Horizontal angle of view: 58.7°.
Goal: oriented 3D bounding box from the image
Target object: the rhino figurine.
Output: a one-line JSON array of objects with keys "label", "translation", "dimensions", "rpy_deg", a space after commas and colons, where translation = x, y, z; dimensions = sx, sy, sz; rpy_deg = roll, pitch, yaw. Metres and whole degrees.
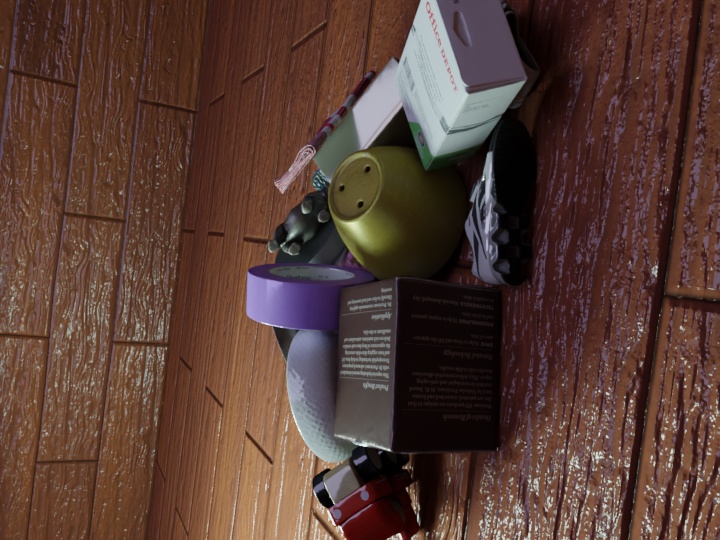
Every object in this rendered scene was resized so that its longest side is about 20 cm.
[{"label": "rhino figurine", "translation": [-0.079, -0.104, 1.105], "dimensions": [0.200, 0.060, 0.088], "rpy_deg": [-46, 10, 4]}]

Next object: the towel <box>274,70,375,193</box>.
[{"label": "towel", "translation": [-0.056, -0.223, 1.016], "dimensions": [0.143, 0.023, 0.202], "rpy_deg": [-35, 19, 56]}]

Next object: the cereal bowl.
[{"label": "cereal bowl", "translation": [-0.023, 0.172, 0.948], "dimensions": [0.081, 0.199, 0.206], "rpy_deg": [-16, 64, 23]}]

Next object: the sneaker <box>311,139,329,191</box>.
[{"label": "sneaker", "translation": [-0.030, -0.200, 1.168], "dimensions": [0.088, 0.074, 0.201], "rpy_deg": [-55, 0, -30]}]

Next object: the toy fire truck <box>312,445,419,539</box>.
[{"label": "toy fire truck", "translation": [0.027, 0.356, 0.884], "dimensions": [0.127, 0.175, 0.203], "rpy_deg": [-35, 70, 13]}]

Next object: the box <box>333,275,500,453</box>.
[{"label": "box", "translation": [0.071, 0.123, 0.839], "dimensions": [0.165, 0.160, 0.207], "rpy_deg": [-11, 74, 61]}]

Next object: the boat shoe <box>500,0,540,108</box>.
[{"label": "boat shoe", "translation": [0.177, -0.307, 0.827], "dimensions": [0.069, 0.070, 0.205], "rpy_deg": [-47, 43, 46]}]

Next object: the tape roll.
[{"label": "tape roll", "translation": [-0.076, 0.036, 0.977], "dimensions": [0.199, 0.194, 0.068], "rpy_deg": [19, 107, 63]}]

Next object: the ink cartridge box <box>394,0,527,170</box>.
[{"label": "ink cartridge box", "translation": [0.116, -0.240, 0.797], "dimensions": [0.200, 0.082, 0.150], "rpy_deg": [120, 134, -73]}]

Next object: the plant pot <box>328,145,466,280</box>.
[{"label": "plant pot", "translation": [0.033, -0.095, 0.915], "dimensions": [0.196, 0.140, 0.207], "rpy_deg": [-15, 66, 37]}]

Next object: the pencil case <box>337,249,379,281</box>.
[{"label": "pencil case", "translation": [0.000, 0.000, 1.108], "dimensions": [0.199, 0.082, 0.088], "rpy_deg": [-37, 18, 56]}]

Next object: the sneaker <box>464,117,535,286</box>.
[{"label": "sneaker", "translation": [0.164, -0.085, 0.798], "dimensions": [0.088, 0.072, 0.207], "rpy_deg": [0, 84, 61]}]

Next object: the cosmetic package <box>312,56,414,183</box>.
[{"label": "cosmetic package", "translation": [0.028, -0.216, 0.993], "dimensions": [0.201, 0.102, 0.074], "rpy_deg": [-48, 65, 23]}]

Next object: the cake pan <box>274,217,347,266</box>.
[{"label": "cake pan", "translation": [-0.086, -0.050, 1.158], "dimensions": [0.198, 0.037, 0.203], "rpy_deg": [-36, 31, 25]}]

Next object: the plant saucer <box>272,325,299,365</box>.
[{"label": "plant saucer", "translation": [-0.083, 0.141, 1.041], "dimensions": [0.031, 0.202, 0.203], "rpy_deg": [-27, 45, 5]}]
